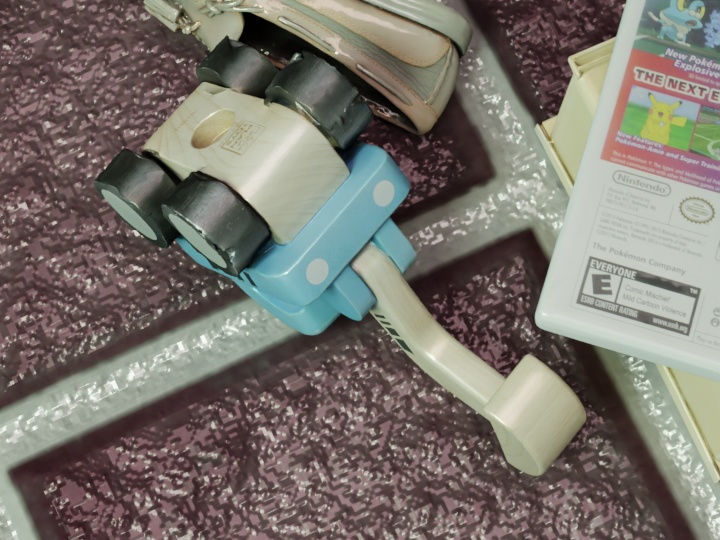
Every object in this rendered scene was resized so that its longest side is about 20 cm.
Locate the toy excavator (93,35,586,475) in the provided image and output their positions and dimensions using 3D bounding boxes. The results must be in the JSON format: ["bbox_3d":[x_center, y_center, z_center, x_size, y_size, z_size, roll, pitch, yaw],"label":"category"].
[{"bbox_3d":[0.000,0.000,0.942,0.100,0.200,0.194,-50,35,-13],"label":"toy excavator"}]

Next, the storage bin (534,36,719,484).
[{"bbox_3d":[0.219,-0.037,0.954,0.198,0.094,0.201,-23,74,-8],"label":"storage bin"}]

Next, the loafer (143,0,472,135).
[{"bbox_3d":[-0.046,-0.125,0.994,0.199,0.072,0.063,17,80,2],"label":"loafer"}]

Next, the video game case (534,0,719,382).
[{"bbox_3d":[0.197,-0.032,0.892,0.199,0.023,0.183,17,73,5],"label":"video game case"}]
